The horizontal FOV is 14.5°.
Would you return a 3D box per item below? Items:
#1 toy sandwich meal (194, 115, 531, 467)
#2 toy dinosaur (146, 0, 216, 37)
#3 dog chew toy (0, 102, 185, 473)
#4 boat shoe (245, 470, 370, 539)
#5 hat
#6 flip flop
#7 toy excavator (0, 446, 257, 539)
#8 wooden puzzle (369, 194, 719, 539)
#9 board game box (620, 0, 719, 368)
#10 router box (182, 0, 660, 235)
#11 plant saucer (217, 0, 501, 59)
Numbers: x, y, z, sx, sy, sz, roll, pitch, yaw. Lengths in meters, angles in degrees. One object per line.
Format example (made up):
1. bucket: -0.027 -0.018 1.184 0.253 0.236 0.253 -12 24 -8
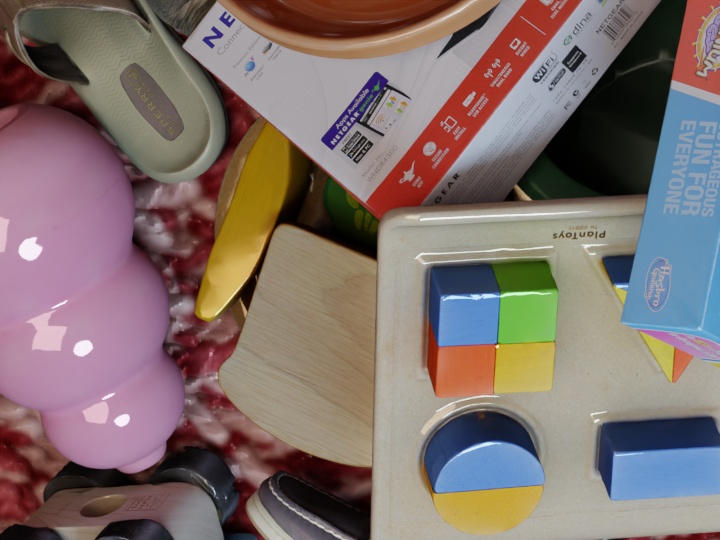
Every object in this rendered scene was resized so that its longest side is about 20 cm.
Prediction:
1. toy sandwich meal: 0.000 0.000 1.428 0.205 0.070 0.206 5 104 21
2. toy dinosaur: -0.088 -0.175 1.433 0.102 0.077 0.200 -21 99 37
3. dog chew toy: -0.156 0.016 1.473 0.124 0.125 0.200 -19 108 25
4. boat shoe: 0.038 0.151 1.452 0.200 0.072 0.065 30 107 9
5. hat: 0.147 -0.058 1.384 0.200 0.176 0.166 -28 67 1
6. flip flop: -0.149 -0.125 1.467 0.081 0.058 0.200 -42 85 25
7. toy excavator: -0.083 0.204 1.509 0.194 0.100 0.200 -5 113 25
8. wooden puzzle: 0.099 0.055 1.288 0.185 0.046 0.200 -3 124 -8
9. board game box: 0.194 -0.023 1.224 0.040 0.200 0.153 5 79 39
10. router box: 0.037 -0.131 1.319 0.200 0.049 0.179 -52 52 4
11. plant saucer: 0.009 -0.190 1.294 0.200 0.032 0.201 -7 70 19
